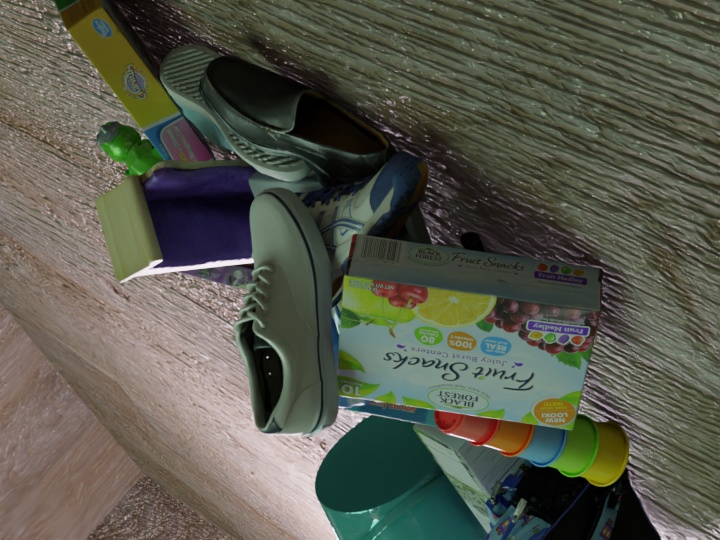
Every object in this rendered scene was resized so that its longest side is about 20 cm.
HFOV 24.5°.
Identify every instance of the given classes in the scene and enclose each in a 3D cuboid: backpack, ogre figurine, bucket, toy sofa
[{"bbox_3d":[0.188,0.288,1.629,0.134,0.200,0.183,24,156,46],"label":"backpack"},{"bbox_3d":[-0.212,-0.107,1.785,0.201,0.098,0.120,54,-177,12],"label":"ogre figurine"},{"bbox_3d":[0.054,0.259,1.881,0.206,0.207,0.136,17,144,56],"label":"bucket"},{"bbox_3d":[-0.137,-0.049,1.537,0.097,0.199,0.084,-24,78,40],"label":"toy sofa"}]

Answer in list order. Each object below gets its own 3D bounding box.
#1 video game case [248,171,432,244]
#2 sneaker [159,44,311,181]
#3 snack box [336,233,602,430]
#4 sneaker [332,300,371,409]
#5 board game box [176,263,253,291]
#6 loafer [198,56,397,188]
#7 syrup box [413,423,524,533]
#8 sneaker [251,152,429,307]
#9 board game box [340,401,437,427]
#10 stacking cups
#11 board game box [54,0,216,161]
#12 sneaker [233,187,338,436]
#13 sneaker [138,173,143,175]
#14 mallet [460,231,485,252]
[{"bbox_3d":[0.000,0.000,1.516,0.180,0.023,0.202,7,129,39],"label":"video game case"},{"bbox_3d":[-0.098,-0.134,1.502,0.200,0.074,0.082,42,174,34],"label":"sneaker"},{"bbox_3d":[0.083,0.050,1.314,0.197,0.053,0.143,8,136,4],"label":"snack box"},{"bbox_3d":[-0.042,0.040,1.477,0.202,0.088,0.079,62,-165,-11],"label":"sneaker"},{"bbox_3d":[-0.139,-0.004,1.758,0.197,0.033,0.120,15,-169,10],"label":"board game box"},{"bbox_3d":[-0.049,-0.131,1.396,0.198,0.073,0.073,29,151,11],"label":"loafer"},{"bbox_3d":[0.146,0.211,1.746,0.078,0.082,0.201,24,155,51],"label":"syrup box"},{"bbox_3d":[-0.024,-0.038,1.355,0.088,0.075,0.200,48,126,8],"label":"sneaker"},{"bbox_3d":[0.042,0.118,1.590,0.197,0.048,0.151,10,178,8],"label":"board game box"},{"bbox_3d":[0.149,0.138,1.455,0.199,0.061,0.060,22,177,-35],"label":"stacking cups"},{"bbox_3d":[-0.219,-0.192,1.580,0.201,0.040,0.153,55,-178,-33],"label":"board game box"},{"bbox_3d":[-0.065,0.033,1.318,0.073,0.070,0.203,-18,79,45],"label":"sneaker"},{"bbox_3d":[-0.144,-0.054,1.682,0.197,0.076,0.090,11,165,-6],"label":"sneaker"},{"bbox_3d":[0.122,0.040,1.470,0.066,0.041,0.201,16,145,50],"label":"mallet"}]
